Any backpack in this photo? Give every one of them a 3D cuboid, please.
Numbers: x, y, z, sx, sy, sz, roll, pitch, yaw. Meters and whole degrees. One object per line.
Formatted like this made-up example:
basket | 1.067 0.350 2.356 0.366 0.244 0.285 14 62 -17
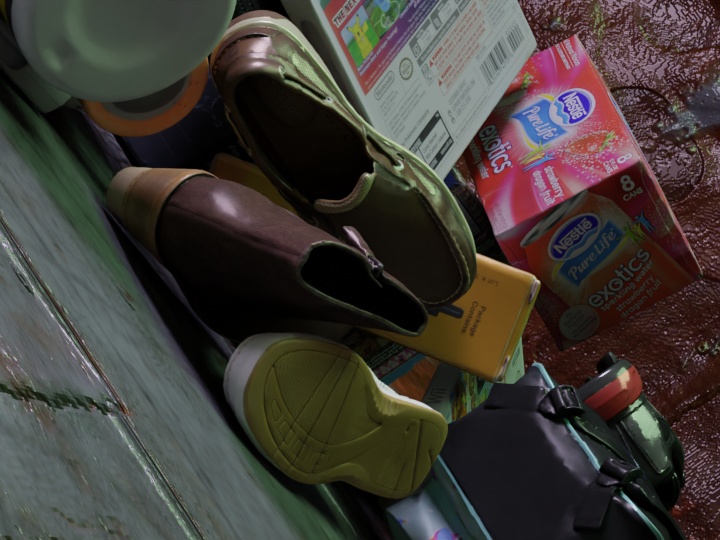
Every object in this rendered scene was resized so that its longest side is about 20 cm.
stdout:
backpack | 0.117 0.181 1.641 0.200 0.153 0.176 51 0 -41

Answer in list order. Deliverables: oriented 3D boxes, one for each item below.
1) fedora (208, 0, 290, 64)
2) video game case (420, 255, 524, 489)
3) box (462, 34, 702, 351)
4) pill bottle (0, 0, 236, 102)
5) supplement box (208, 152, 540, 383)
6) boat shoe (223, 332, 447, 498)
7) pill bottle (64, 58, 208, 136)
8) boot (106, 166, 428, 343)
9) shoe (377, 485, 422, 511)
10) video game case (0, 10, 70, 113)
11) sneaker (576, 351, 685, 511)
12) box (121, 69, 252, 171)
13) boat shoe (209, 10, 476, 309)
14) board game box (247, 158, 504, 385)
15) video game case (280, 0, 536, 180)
fedora | -0.064 -0.182 1.689 0.200 0.091 0.201 24 61 -52
video game case | 0.070 0.098 1.774 0.200 0.018 0.143 -61 149 -59
box | 0.127 -0.051 1.794 0.096 0.100 0.200 59 7 -27
pill bottle | -0.145 -0.185 1.476 0.114 0.114 0.200 52 6 -45
supplement box | 0.000 0.000 1.680 0.200 0.067 0.069 22 -3 6
boat shoe | -0.027 0.069 1.523 0.069 0.071 0.200 31 -2 30
pill bottle | -0.147 -0.156 1.605 0.106 0.106 0.200 52 5 -44
boot | -0.026 0.013 1.525 0.166 0.072 0.200 22 -7 43
shoe | 0.033 0.133 1.901 0.070 0.053 0.200 23 -3 3
video game case | -0.230 -0.191 1.488 0.200 0.022 0.182 58 4 30
sneaker | 0.148 0.113 1.782 0.098 0.071 0.200 56 -9 6
box | -0.076 -0.159 1.839 0.197 0.200 0.117 56 3 26
boat shoe | -0.011 -0.045 1.580 0.202 0.075 0.075 45 16 -21
board game box | 0.000 -0.013 1.840 0.097 0.159 0.200 56 3 24
video game case | 0.025 -0.157 1.710 0.182 0.023 0.200 63 37 -23
